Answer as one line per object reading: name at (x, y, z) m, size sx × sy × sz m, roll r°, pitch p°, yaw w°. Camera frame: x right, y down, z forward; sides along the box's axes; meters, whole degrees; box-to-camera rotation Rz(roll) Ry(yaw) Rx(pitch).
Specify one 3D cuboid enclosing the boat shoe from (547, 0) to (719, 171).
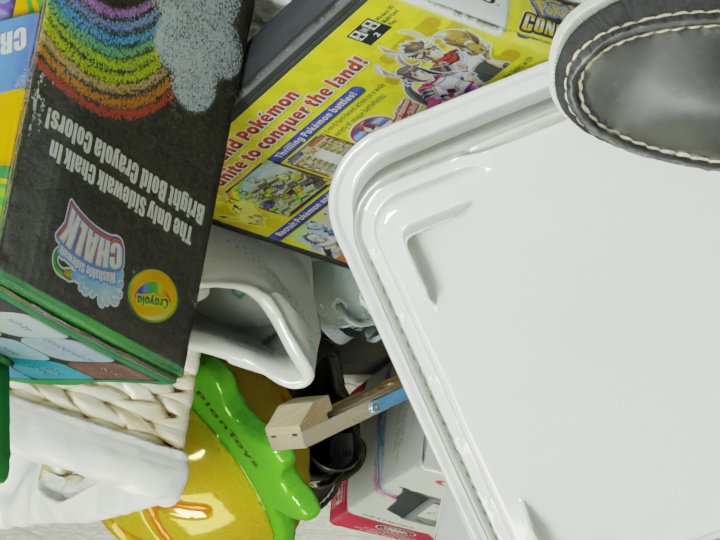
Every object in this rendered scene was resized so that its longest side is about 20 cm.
boat shoe at (0.160, -0.053, 0.908) m, size 0.199 × 0.074 × 0.060 m, roll 8°, pitch -156°, yaw 2°

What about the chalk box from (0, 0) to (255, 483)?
chalk box at (-0.133, -0.030, 0.986) m, size 0.124 × 0.201 × 0.125 m, roll 1°, pitch 161°, yaw 31°

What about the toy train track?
toy train track at (0.035, 0.031, 1.251) m, size 0.200 × 0.033 × 0.115 m, roll -24°, pitch -170°, yaw -40°

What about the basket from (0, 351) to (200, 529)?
basket at (-0.190, 0.012, 1.245) m, size 0.200 × 0.161 × 0.198 m, roll 19°, pitch 163°, yaw -28°

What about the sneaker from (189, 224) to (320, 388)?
sneaker at (-0.096, -0.012, 1.130) m, size 0.200 × 0.089 × 0.075 m, roll 24°, pitch 116°, yaw -27°

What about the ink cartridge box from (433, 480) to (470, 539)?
ink cartridge box at (0.150, 0.116, 1.211) m, size 0.199 × 0.084 × 0.145 m, roll 4°, pitch -159°, yaw -21°

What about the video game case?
video game case at (0.033, -0.048, 1.066) m, size 0.180 × 0.026 × 0.200 m, roll 18°, pitch 152°, yaw -23°

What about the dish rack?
dish rack at (0.095, 0.023, 0.997) m, size 0.171 × 0.200 × 0.044 m, roll -21°, pitch -160°, yaw 10°

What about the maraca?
maraca at (-0.076, 0.083, 1.347) m, size 0.137 × 0.107 × 0.200 m, roll 48°, pitch 159°, yaw -2°

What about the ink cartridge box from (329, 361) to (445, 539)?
ink cartridge box at (0.079, 0.099, 1.506) m, size 0.147 × 0.086 × 0.200 m, roll 14°, pitch 165°, yaw -10°

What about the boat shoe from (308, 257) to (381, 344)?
boat shoe at (-0.001, 0.000, 1.233) m, size 0.200 × 0.072 × 0.070 m, roll -5°, pitch 157°, yaw 39°

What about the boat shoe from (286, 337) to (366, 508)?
boat shoe at (-0.028, 0.082, 1.475) m, size 0.066 × 0.070 × 0.200 m, roll 35°, pitch 154°, yaw 26°
